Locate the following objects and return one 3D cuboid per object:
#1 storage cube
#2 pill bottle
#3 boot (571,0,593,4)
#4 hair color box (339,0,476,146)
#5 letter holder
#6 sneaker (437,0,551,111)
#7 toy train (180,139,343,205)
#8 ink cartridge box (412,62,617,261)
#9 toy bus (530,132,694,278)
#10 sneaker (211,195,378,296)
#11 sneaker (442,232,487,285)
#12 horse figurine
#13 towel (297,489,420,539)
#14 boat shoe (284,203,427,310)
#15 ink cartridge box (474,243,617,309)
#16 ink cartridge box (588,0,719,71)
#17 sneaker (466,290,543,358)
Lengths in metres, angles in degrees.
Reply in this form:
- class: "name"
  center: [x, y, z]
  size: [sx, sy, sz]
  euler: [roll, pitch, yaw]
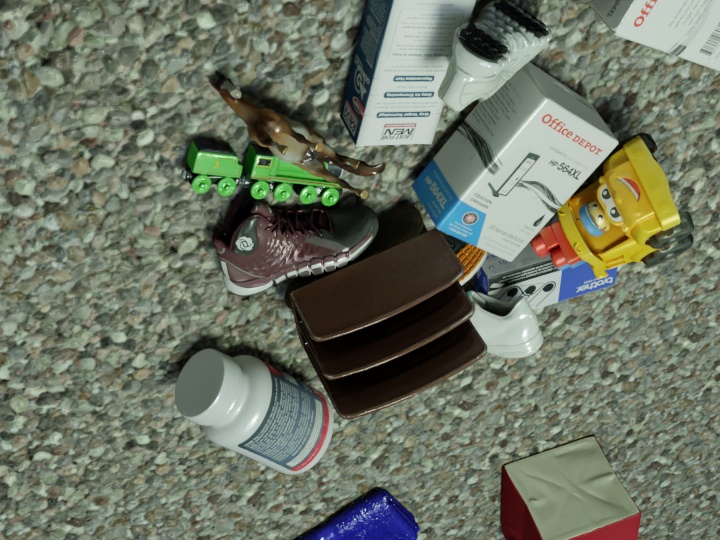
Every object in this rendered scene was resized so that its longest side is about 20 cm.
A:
- class: "storage cube"
  center: [0.343, 0.411, 1.930]
  size: [0.197, 0.172, 0.182]
  euler: [-16, 135, -10]
- class: "pill bottle"
  center: [-0.137, 0.178, 1.507]
  size: [0.119, 0.120, 0.199]
  euler: [-41, 136, 16]
- class: "boot"
  center: [0.222, -0.348, 1.183]
  size: [0.172, 0.070, 0.201]
  euler: [-4, 137, -47]
- class: "hair color box"
  center: [0.049, -0.232, 1.249]
  size: [0.098, 0.061, 0.202]
  euler: [-4, 132, -24]
- class: "letter holder"
  center: [0.037, 0.065, 1.370]
  size: [0.197, 0.143, 0.101]
  euler: [-23, 142, -11]
- class: "sneaker"
  center: [0.139, -0.228, 1.241]
  size: [0.199, 0.075, 0.082]
  euler: [-36, 159, -51]
- class: "toy train"
  center: [-0.104, -0.111, 1.309]
  size: [0.197, 0.042, 0.057]
  euler: [3, 119, -29]
- class: "ink cartridge box"
  center: [0.182, -0.127, 1.387]
  size: [0.145, 0.085, 0.201]
  euler: [20, 120, -39]
- class: "toy bus"
  center: [0.302, -0.063, 1.456]
  size: [0.189, 0.138, 0.200]
  euler: [-24, 166, 9]
- class: "sneaker"
  center: [-0.080, -0.050, 1.353]
  size: [0.197, 0.076, 0.116]
  euler: [-24, 134, -2]
- class: "sneaker"
  center: [0.085, 0.025, 1.520]
  size: [0.199, 0.076, 0.092]
  euler: [-39, 158, 8]
- class: "horse figurine"
  center: [-0.063, -0.134, 1.247]
  size: [0.199, 0.132, 0.050]
  euler: [22, 99, -46]
- class: "towel"
  center: [-0.011, 0.438, 1.871]
  size: [0.198, 0.050, 0.148]
  euler: [-34, 138, 8]
- class: "boat shoe"
  center: [0.000, 0.000, 1.439]
  size: [0.198, 0.074, 0.065]
  euler: [-32, 132, 6]
- class: "ink cartridge box"
  center: [0.252, 0.001, 1.584]
  size: [0.197, 0.045, 0.095]
  euler: [-16, 138, -12]
- class: "ink cartridge box"
  center: [0.371, -0.320, 1.305]
  size: [0.197, 0.085, 0.147]
  euler: [10, 126, -32]
- class: "sneaker"
  center: [0.140, 0.069, 1.553]
  size: [0.197, 0.076, 0.090]
  euler: [-9, 118, 25]
